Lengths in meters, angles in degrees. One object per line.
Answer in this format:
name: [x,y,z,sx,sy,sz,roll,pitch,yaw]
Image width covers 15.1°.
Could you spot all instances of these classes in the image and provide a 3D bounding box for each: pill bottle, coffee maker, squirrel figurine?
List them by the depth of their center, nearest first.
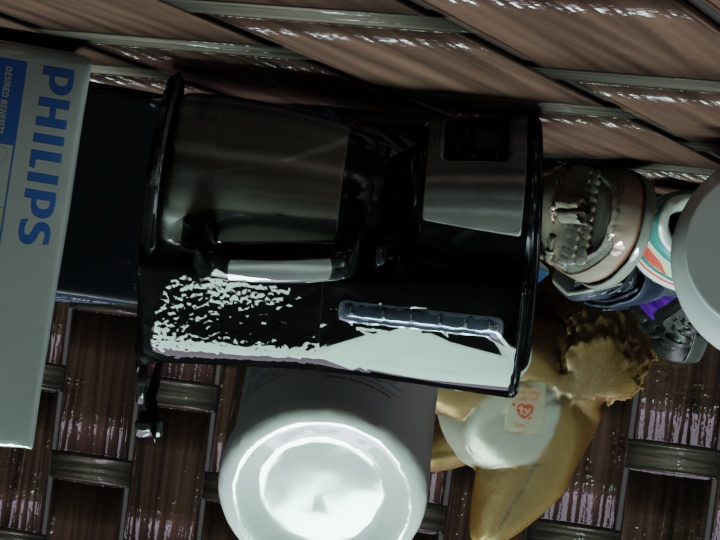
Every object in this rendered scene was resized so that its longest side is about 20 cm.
coffee maker: [-0.010,-0.002,1.383,0.199,0.135,0.192,7,144,1]
pill bottle: [0.220,-0.003,1.408,0.111,0.112,0.200,7,177,14]
pill bottle: [-0.014,0.073,1.527,0.114,0.115,0.200,7,-151,1]
squirrel figurine: [0.103,0.064,1.875,0.200,0.142,0.187,-35,-163,-3]

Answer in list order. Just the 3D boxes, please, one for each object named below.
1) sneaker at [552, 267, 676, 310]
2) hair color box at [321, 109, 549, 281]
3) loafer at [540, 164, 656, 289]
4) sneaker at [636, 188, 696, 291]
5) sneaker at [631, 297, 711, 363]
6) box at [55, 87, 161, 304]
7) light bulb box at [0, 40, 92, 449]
sneaker: [0.217,-0.006,1.748,0.202,0.077,0.146,7,180,42]
hair color box: [0.028,-0.025,1.544,0.100,0.061,0.200,51,-167,18]
loafer: [0.119,-0.031,1.623,0.063,0.072,0.200,15,179,-12]
sneaker: [0.261,-0.001,1.647,0.199,0.071,0.093,18,173,5]
sneaker: [0.242,0.017,1.901,0.069,0.100,0.200,6,179,-24]
box: [-0.239,-0.051,1.558,0.199,0.124,0.198,9,178,-27]
light bulb box: [-0.249,-0.023,1.336,0.199,0.199,0.125,9,179,-12]
